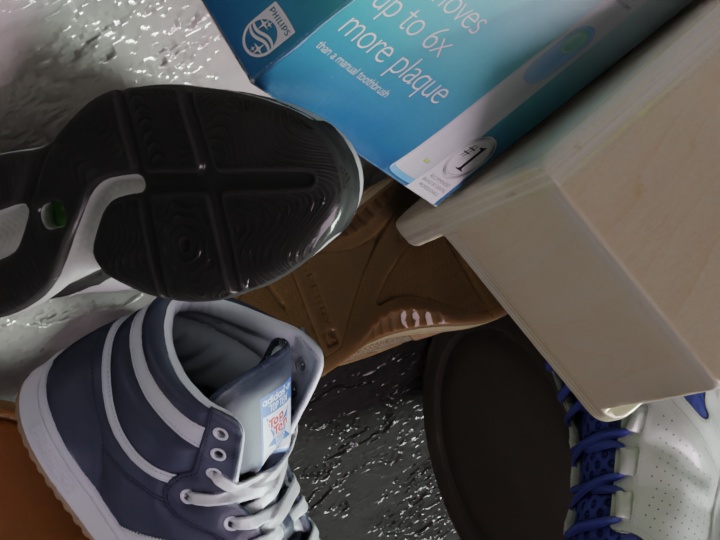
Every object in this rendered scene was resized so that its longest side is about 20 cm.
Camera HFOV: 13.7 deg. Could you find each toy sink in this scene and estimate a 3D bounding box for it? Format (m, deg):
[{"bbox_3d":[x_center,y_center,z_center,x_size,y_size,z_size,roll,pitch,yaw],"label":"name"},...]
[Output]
[{"bbox_3d":[0.116,-0.025,1.129,0.130,0.112,0.200,-40,-175,-16],"label":"toy sink"}]

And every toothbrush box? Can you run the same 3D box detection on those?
[{"bbox_3d":[0.053,-0.131,1.042,0.200,0.085,0.146,-39,151,11],"label":"toothbrush box"}]

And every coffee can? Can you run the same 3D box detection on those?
[{"bbox_3d":[0.150,0.062,1.373,0.200,0.146,0.146,-15,148,-27],"label":"coffee can"}]

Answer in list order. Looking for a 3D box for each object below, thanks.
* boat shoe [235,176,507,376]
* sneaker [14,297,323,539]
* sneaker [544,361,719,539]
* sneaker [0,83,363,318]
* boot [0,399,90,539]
[{"bbox_3d":[0.000,0.000,1.230,0.200,0.071,0.064,-20,-175,-36],"label":"boat shoe"},{"bbox_3d":[-0.035,0.095,1.119,0.108,0.200,0.070,-37,-177,41],"label":"sneaker"},{"bbox_3d":[0.107,0.059,1.229,0.081,0.115,0.200,-21,-144,58],"label":"sneaker"},{"bbox_3d":[-0.054,-0.032,1.063,0.200,0.076,0.115,-8,-174,43],"label":"sneaker"},{"bbox_3d":[-0.128,0.138,1.167,0.200,0.155,0.077,16,134,-15],"label":"boot"}]
